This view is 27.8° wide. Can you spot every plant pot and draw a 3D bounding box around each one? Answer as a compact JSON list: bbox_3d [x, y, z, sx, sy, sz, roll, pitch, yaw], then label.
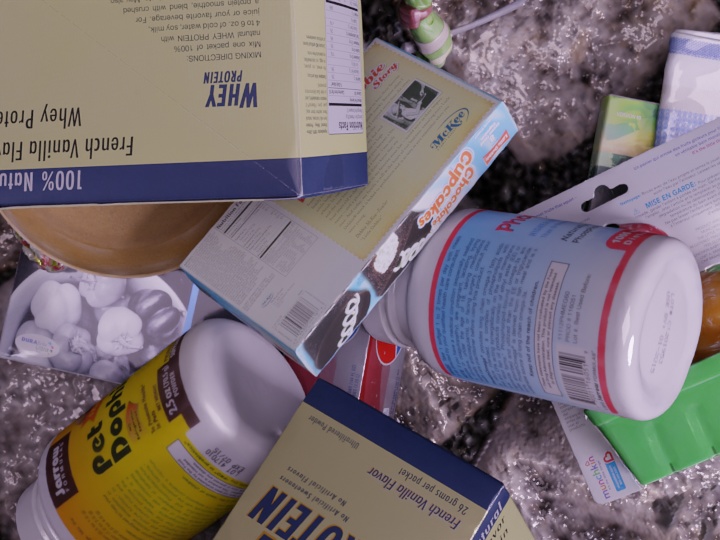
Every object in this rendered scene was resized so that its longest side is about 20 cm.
[{"bbox_3d":[-0.151,-0.096,0.932,0.198,0.027,0.202,-2,94,-22],"label":"plant pot"}]

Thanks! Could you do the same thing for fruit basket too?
[{"bbox_3d":[0.198,0.028,0.955,0.184,0.094,0.201,-26,76,17],"label":"fruit basket"}]

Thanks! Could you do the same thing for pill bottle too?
[{"bbox_3d":[-0.134,0.125,0.950,0.200,0.109,0.110,-38,91,26],"label":"pill bottle"},{"bbox_3d":[0.100,0.020,0.898,0.199,0.108,0.110,11,90,34],"label":"pill bottle"}]

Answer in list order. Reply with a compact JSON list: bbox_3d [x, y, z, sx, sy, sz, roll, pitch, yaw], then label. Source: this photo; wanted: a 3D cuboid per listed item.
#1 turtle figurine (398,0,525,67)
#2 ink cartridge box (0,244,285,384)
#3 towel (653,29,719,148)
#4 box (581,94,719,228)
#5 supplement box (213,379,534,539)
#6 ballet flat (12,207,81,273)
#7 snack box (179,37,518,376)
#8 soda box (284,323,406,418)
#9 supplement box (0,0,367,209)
[{"bbox_3d":[0.005,-0.203,0.994,0.192,0.200,0.145,-18,114,18],"label":"turtle figurine"},{"bbox_3d":[-0.132,-0.016,1.007,0.196,0.043,0.202,12,89,0],"label":"ink cartridge box"},{"bbox_3d":[0.271,-0.061,0.991,0.145,0.024,0.202,7,91,-1],"label":"towel"},{"bbox_3d":[0.222,-0.012,1.018,0.143,0.036,0.202,10,89,-2],"label":"box"},{"bbox_3d":[0.000,0.211,0.892,0.134,0.200,0.201,27,75,26],"label":"supplement box"},{"bbox_3d":[-0.218,-0.099,0.953,0.075,0.064,0.202,-1,89,35],"label":"ballet flat"},{"bbox_3d":[-0.008,-0.045,0.907,0.116,0.037,0.200,33,78,37],"label":"snack box"},{"bbox_3d":[0.000,0.000,0.988,0.063,0.070,0.202,10,89,25],"label":"soda box"},{"bbox_3d":[-0.108,-0.139,0.814,0.198,0.134,0.202,-1,95,16],"label":"supplement box"}]
